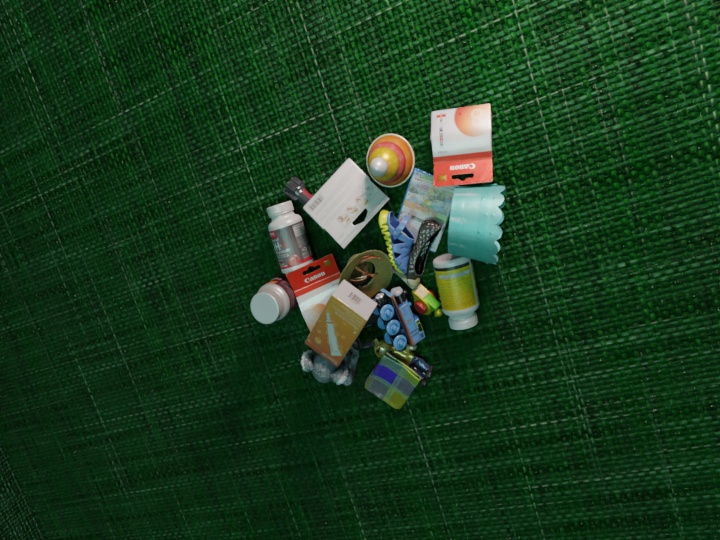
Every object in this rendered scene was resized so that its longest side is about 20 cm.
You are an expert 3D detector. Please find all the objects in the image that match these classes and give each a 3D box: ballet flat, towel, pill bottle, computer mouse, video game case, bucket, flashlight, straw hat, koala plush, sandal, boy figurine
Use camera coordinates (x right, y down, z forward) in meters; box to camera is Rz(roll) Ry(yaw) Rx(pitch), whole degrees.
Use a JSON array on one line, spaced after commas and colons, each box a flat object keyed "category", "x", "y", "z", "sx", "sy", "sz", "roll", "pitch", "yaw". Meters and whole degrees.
[{"category": "ballet flat", "x": 0.177, "y": -0.044, "z": 1.513, "sx": 0.056, "sy": 0.066, "sz": 0.206, "roll": 24, "pitch": 107, "yaw": 34}, {"category": "towel", "x": 0.098, "y": 0.349, "z": 1.656, "sx": 0.142, "sy": 0.023, "sz": 0.202, "roll": 34, "pitch": 135, "yaw": 7}, {"category": "pill bottle", "x": -0.218, "y": -0.104, "z": 1.623, "sx": 0.108, "sy": 0.111, "sz": 0.206, "roll": -13, "pitch": 100, "yaw": 20}, {"category": "computer mouse", "x": 0.039, "y": 0.158, "z": 1.609, "sx": 0.196, "sy": 0.046, "sz": 0.143, "roll": -29, "pitch": 106, "yaw": -6}, {"category": "video game case", "x": 0.187, "y": -0.172, "z": 1.528, "sx": 0.140, "sy": 0.018, "sz": 0.205, "roll": 23, "pitch": 110, "yaw": 11}, {"category": "bucket", "x": 0.309, "y": -0.126, "z": 1.408, "sx": 0.131, "sy": 0.207, "sz": 0.214, "roll": 8, "pitch": 107, "yaw": 16}, {"category": "pill bottle", "x": -0.253, "y": 0.084, "z": 1.635, "sx": 0.111, "sy": 0.200, "sz": 0.118, "roll": 4, "pitch": 106, "yaw": 15}, {"category": "flashlight", "x": -0.133, "y": -0.211, "z": 1.597, "sx": 0.198, "sy": 0.068, "sz": 0.069, "roll": 36, "pitch": 117, "yaw": 10}, {"category": "straw hat", "x": 0.000, "y": 0.000, "z": 1.593, "sx": 0.204, "sy": 0.198, "sz": 0.086, "roll": -59, "pitch": 43, "yaw": 21}, {"category": "koala plush", "x": -0.096, "y": 0.274, "z": 1.637, "sx": 0.174, "sy": 0.200, "sz": 0.188, "roll": 24, "pitch": 110, "yaw": 9}, {"category": "pill bottle", "x": 0.276, "y": 0.057, "z": 1.511, "sx": 0.109, "sy": 0.112, "sz": 0.206, "roll": -9, "pitch": 101, "yaw": 19}, {"category": "sandal", "x": 0.118, "y": -0.081, "z": 1.523, "sx": 0.085, "sy": 0.080, "sz": 0.204, "roll": -8, "pitch": 120, "yaw": 26}, {"category": "boy figurine", "x": 0.131, "y": 0.270, "z": 1.640, "sx": 0.197, "sy": 0.065, "sz": 0.126, "roll": 33, "pitch": 118, "yaw": 4}]

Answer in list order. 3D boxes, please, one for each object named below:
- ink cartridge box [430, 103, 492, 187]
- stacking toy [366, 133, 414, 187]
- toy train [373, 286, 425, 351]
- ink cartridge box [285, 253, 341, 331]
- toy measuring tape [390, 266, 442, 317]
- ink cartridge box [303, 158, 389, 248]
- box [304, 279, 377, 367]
[{"category": "ink cartridge box", "x": 0.263, "y": -0.327, "z": 1.389, "sx": 0.157, "sy": 0.050, "sz": 0.206, "roll": -3, "pitch": 70, "yaw": 18}, {"category": "stacking toy", "x": 0.063, "y": -0.291, "z": 1.436, "sx": 0.142, "sy": 0.200, "sz": 0.151, "roll": 4, "pitch": 106, "yaw": 16}, {"category": "toy train", "x": 0.110, "y": 0.140, "z": 1.564, "sx": 0.113, "sy": 0.086, "sz": 0.204, "roll": -31, "pitch": 113, "yaw": -17}, {"category": "ink cartridge box", "x": -0.117, "y": 0.072, "z": 1.614, "sx": 0.158, "sy": 0.050, "sz": 0.204, "roll": -23, "pitch": 121, "yaw": -1}, {"category": "toy measuring tape", "x": 0.165, "y": 0.070, "z": 1.581, "sx": 0.199, "sy": 0.073, "sz": 0.074, "roll": 42, "pitch": 113, "yaw": 16}, {"category": "ink cartridge box", "x": -0.039, "y": -0.190, "z": 1.529, "sx": 0.173, "sy": 0.044, "sz": 0.200, "roll": 44, "pitch": 88, "yaw": 9}, {"category": "box", "x": -0.057, "y": 0.152, "z": 1.523, "sx": 0.123, "sy": 0.098, "sz": 0.202, "roll": 33, "pitch": 122, "yaw": 4}]
